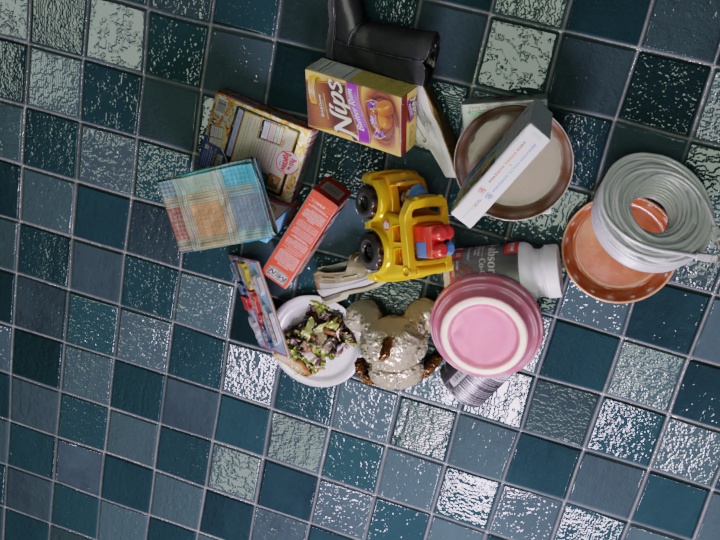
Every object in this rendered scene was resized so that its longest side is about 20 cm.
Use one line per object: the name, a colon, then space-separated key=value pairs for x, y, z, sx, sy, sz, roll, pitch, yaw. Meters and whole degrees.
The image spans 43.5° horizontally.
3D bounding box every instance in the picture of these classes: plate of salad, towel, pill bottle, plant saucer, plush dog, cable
plate of salad: x=-0.093 y=0.146 z=1.800 sx=0.199 sy=0.048 sz=0.201 roll=5 pitch=110 yaw=15
towel: x=-0.255 y=-0.112 z=1.601 sx=0.199 sy=0.022 sz=0.147 roll=-10 pitch=107 yaw=19
pill bottle: x=0.247 y=0.154 z=1.675 sx=0.106 sy=0.106 sz=0.200 roll=40 pitch=114 yaw=-1
plant saucer: x=0.218 y=0.105 z=1.574 sx=0.200 sy=0.051 sz=0.201 roll=6 pitch=115 yaw=13
plush dog: x=0.068 y=0.159 z=1.712 sx=0.199 sy=0.161 sz=0.172 roll=-3 pitch=132 yaw=10
plant saucer: x=0.455 y=-0.040 z=1.587 sx=0.200 sy=0.032 sz=0.201 roll=5 pitch=110 yaw=13
pill bottle: x=0.256 y=0.009 z=1.615 sx=0.199 sy=0.116 sz=0.116 roll=-6 pitch=107 yaw=17
plant saucer: x=0.259 y=-0.183 z=1.523 sx=0.200 sy=0.032 sz=0.201 roll=5 pitch=110 yaw=14
cable: x=0.482 y=-0.095 z=1.491 sx=0.199 sy=0.069 sz=0.201 roll=-2 pitch=72 yaw=-5

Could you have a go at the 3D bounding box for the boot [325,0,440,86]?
boot: x=0.041 y=-0.411 z=1.524 sx=0.200 sy=0.066 sz=0.165 roll=24 pitch=127 yaw=28

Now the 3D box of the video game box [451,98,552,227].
video game box: x=0.224 y=-0.171 z=1.412 sx=0.047 sy=0.200 sz=0.182 roll=41 pitch=114 yaw=-4

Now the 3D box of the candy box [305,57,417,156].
candy box: x=0.000 y=-0.284 z=1.569 sx=0.200 sy=0.056 sz=0.117 roll=23 pitch=135 yaw=27

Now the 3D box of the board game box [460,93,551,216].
board game box: x=0.256 y=-0.200 z=1.569 sx=0.147 sy=0.064 sz=0.201 roll=-1 pitch=110 yaw=15

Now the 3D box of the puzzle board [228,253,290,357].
puzzle board: x=-0.201 y=0.068 z=1.764 sx=0.017 sy=0.151 sz=0.200 roll=-24 pitch=106 yaw=-23

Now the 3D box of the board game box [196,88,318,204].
board game box: x=-0.194 y=-0.233 z=1.693 sx=0.200 sy=0.046 sz=0.152 roll=24 pitch=113 yaw=6

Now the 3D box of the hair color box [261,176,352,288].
hair color box: x=-0.101 y=-0.072 z=1.695 sx=0.061 sy=0.102 sz=0.200 roll=36 pitch=115 yaw=1

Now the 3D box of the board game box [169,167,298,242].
board game box: x=-0.233 y=-0.128 z=1.684 sx=0.200 sy=0.153 sz=0.040 roll=22 pitch=115 yaw=8

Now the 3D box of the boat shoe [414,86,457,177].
boat shoe: x=0.116 y=-0.249 z=1.590 sx=0.069 sy=0.071 sz=0.200 roll=-22 pitch=93 yaw=22

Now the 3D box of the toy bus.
toy bus: x=0.094 y=-0.080 z=1.563 sx=0.192 sy=0.135 sz=0.201 roll=0 pitch=96 yaw=60

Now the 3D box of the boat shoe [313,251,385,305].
boat shoe: x=0.000 y=0.000 z=1.707 sx=0.200 sy=0.075 sz=0.069 roll=-23 pitch=103 yaw=20
